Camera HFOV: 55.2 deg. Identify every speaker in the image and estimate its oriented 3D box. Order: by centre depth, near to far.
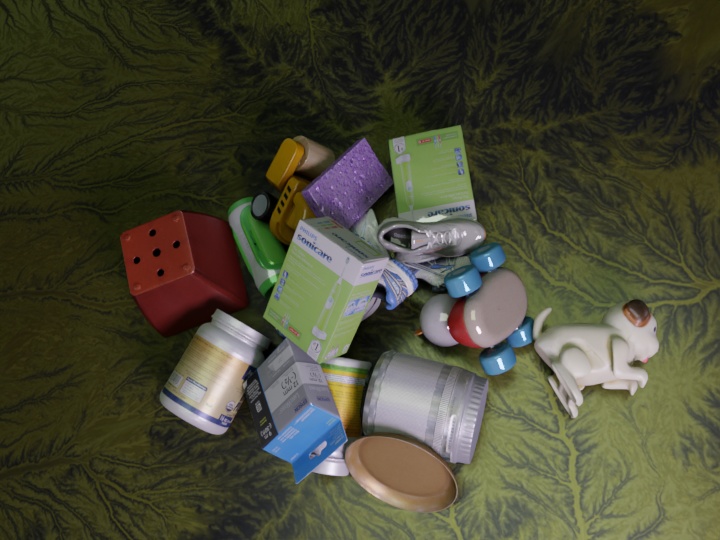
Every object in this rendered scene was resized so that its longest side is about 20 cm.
[{"bbox_3d":[-0.199,-0.046,1.386,0.088,0.089,0.201,-28,69,3],"label":"speaker"}]

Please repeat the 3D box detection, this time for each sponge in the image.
[{"bbox_3d":[-0.021,-0.161,1.331,0.030,0.112,0.200,-14,27,49],"label":"sponge"}]

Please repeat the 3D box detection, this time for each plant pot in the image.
[{"bbox_3d":[0.070,0.337,1.162,0.198,0.201,0.028,13,44,17],"label":"plant pot"},{"bbox_3d":[-0.361,-0.008,1.363,0.198,0.176,0.202,-20,70,5],"label":"plant pot"}]

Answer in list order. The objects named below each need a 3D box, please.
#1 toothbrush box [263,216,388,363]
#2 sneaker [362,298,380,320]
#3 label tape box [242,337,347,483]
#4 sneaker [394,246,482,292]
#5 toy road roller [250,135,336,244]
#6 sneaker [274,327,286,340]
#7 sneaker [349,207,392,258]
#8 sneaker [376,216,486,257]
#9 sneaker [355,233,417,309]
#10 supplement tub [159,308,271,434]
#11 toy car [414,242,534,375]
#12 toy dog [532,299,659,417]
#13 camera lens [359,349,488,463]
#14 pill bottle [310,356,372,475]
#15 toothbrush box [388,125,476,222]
[{"bbox_3d":[-0.063,0.031,1.179,0.145,0.086,0.201,34,116,25],"label":"toothbrush box"},{"bbox_3d":[-0.047,0.092,1.291,0.075,0.115,0.201,38,84,21],"label":"sneaker"},{"bbox_3d":[-0.117,0.240,1.185,0.143,0.066,0.201,-45,49,26],"label":"label tape box"},{"bbox_3d":[0.163,0.000,1.304,0.198,0.077,0.086,-4,81,19],"label":"sneaker"},{"bbox_3d":[-0.106,-0.144,1.340,0.146,0.122,0.201,36,103,39],"label":"toy road roller"},{"bbox_3d":[-0.095,0.044,1.304,0.078,0.089,0.201,33,77,-22],"label":"sneaker"},{"bbox_3d":[0.021,-0.025,1.340,0.080,0.071,0.202,-22,62,3],"label":"sneaker"},{"bbox_3d":[0.123,-0.055,1.220,0.198,0.092,0.077,-1,100,8],"label":"sneaker"},{"bbox_3d":[0.000,0.000,1.232,0.199,0.077,0.085,29,61,18],"label":"sneaker"},{"bbox_3d":[-0.269,0.188,1.295,0.143,0.144,0.201,27,81,19],"label":"supplement tub"},{"bbox_3d":[0.182,0.076,1.241,0.199,0.177,0.186,-15,106,46],"label":"toy car"},{"bbox_3d":[0.411,0.131,1.176,0.199,0.140,0.195,-26,55,0],"label":"toy dog"},{"bbox_3d":[0.107,0.234,1.186,0.198,0.160,0.162,12,76,16],"label":"camera lens"},{"bbox_3d":[-0.046,0.257,1.235,0.110,0.111,0.202,7,82,15],"label":"pill bottle"},{"bbox_3d":[0.142,-0.162,1.336,0.144,0.086,0.202,-10,70,10],"label":"toothbrush box"}]
